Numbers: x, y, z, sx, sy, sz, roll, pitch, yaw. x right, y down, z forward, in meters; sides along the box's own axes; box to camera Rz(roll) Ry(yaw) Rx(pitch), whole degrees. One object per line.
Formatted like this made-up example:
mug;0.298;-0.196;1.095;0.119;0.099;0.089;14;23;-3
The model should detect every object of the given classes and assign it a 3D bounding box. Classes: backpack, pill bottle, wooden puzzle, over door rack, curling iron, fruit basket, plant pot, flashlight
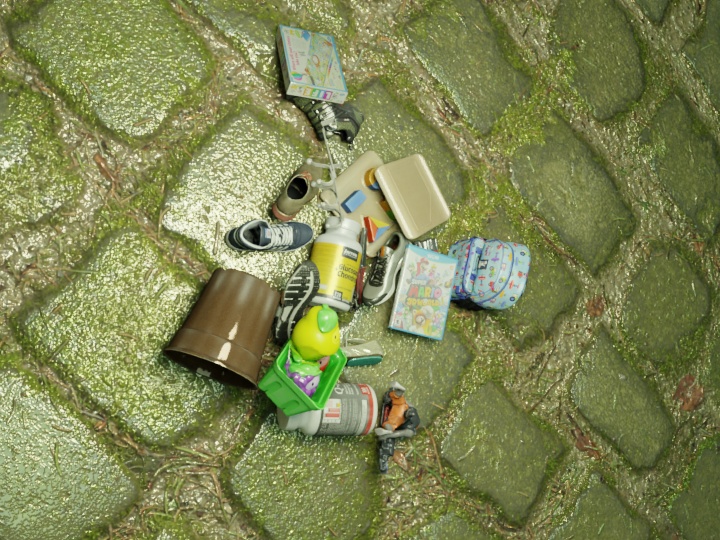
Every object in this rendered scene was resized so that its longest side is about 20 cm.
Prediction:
backpack;0.309;0.004;1.601;0.134;0.200;0.183;23;77;-24
pill bottle;-0.059;-0.014;1.486;0.112;0.112;0.200;16;79;-22
wooden puzzle;0.030;-0.161;1.576;0.185;0.046;0.200;-45;103;-21
over door rack;-0.075;-0.210;1.452;0.067;0.148;0.200;-4;52;4
curling iron;0.000;0.000;1.537;0.026;0.050;0.200;9;90;9
fruit basket;-0.091;0.166;1.327;0.216;0.216;0.156;-46;101;-21
plant pot;-0.265;0.114;1.346;0.200;0.200;0.198;29;67;-19
pill bottle;-0.073;0.302;1.447;0.200;0.116;0.116;6;82;-24
flashlight;0.169;0.023;1.617;0.068;0.068;0.200;-13;95;-27
wooden puzzle;0.125;-0.180;1.595;0.200;0.037;0.185;-29;93;-50

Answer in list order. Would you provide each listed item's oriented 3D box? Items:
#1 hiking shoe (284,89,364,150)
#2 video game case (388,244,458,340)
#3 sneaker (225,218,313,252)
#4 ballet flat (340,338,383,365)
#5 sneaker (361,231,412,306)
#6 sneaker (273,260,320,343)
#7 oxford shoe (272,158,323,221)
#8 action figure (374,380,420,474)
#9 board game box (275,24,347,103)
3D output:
hiking shoe;-0.086;-0.355;1.526;0.200;0.076;0.101;21;74;-22
video game case;0.150;0.053;1.558;0.143;0.018;0.200;16;82;-25
sneaker;-0.183;-0.076;1.437;0.200;0.108;0.070;-6;88;-25
ballet flat;-0.042;0.190;1.513;0.200;0.067;0.062;0;57;-28
sneaker;0.053;-0.005;1.546;0.200;0.074;0.079;-61;140;-23
sneaker;-0.146;0.056;1.414;0.074;0.080;0.200;9;121;-28
oxford shoe;-0.123;-0.191;1.468;0.070;0.075;0.200;32;48;-9
action figure;0.089;0.354;1.488;0.104;0.193;0.200;-1;69;17
board game box;-0.112;-0.468;1.497;0.134;0.034;0.200;4;54;-24
